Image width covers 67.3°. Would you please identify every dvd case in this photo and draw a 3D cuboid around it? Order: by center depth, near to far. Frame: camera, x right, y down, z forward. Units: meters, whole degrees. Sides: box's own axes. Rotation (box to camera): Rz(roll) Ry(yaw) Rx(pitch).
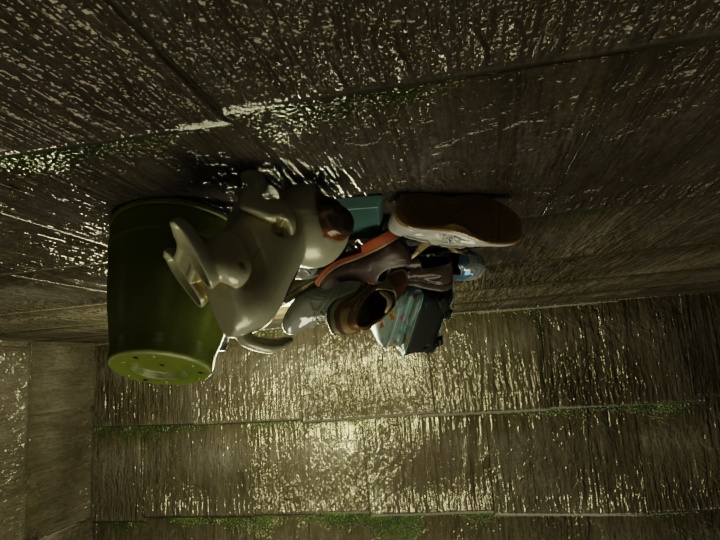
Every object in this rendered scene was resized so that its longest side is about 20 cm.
[{"bbox_3d":[0.140,-0.054,1.028,0.197,0.016,0.148,-7,169,21],"label":"dvd case"}]

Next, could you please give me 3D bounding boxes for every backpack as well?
[{"bbox_3d":[0.088,0.066,1.162,0.151,0.178,0.201,1,-151,-20],"label":"backpack"}]

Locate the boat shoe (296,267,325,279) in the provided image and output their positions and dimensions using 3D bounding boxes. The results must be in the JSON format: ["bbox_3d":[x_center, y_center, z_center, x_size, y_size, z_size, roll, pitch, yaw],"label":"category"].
[{"bbox_3d":[-0.092,-0.031,0.901,0.064,0.076,0.202,-2,164,16],"label":"boat shoe"}]

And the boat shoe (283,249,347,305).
[{"bbox_3d":[-0.112,0.005,1.051,0.199,0.067,0.072,-31,174,-9],"label":"boat shoe"}]

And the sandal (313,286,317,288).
[{"bbox_3d":[-0.038,0.026,1.162,0.075,0.049,0.199,-6,-165,43],"label":"sandal"}]

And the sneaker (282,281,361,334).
[{"bbox_3d":[-0.060,0.068,1.042,0.199,0.081,0.071,-33,148,-7],"label":"sneaker"}]

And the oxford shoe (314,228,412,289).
[{"bbox_3d":[0.000,0.000,0.900,0.199,0.073,0.071,-29,-176,41],"label":"oxford shoe"}]

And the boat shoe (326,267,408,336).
[{"bbox_3d":[0.029,0.054,0.932,0.073,0.077,0.199,-4,-157,43],"label":"boat shoe"}]

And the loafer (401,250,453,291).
[{"bbox_3d":[0.089,-0.013,1.048,0.197,0.072,0.073,6,-147,-10],"label":"loafer"}]

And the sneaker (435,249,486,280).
[{"bbox_3d":[0.182,-0.013,1.137,0.072,0.073,0.199,23,167,-22],"label":"sneaker"}]

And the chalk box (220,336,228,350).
[{"bbox_3d":[-0.324,0.077,0.994,0.122,0.126,0.200,9,171,6],"label":"chalk box"}]

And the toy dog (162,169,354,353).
[{"bbox_3d":[-0.099,-0.026,0.632,0.199,0.195,0.140,-36,171,-28],"label":"toy dog"}]

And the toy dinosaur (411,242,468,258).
[{"bbox_3d":[0.136,-0.064,0.909,0.100,0.059,0.200,12,161,-3],"label":"toy dinosaur"}]

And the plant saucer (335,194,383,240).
[{"bbox_3d":[0.001,-0.077,0.834,0.069,0.019,0.200,-5,169,2],"label":"plant saucer"}]

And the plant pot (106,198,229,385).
[{"bbox_3d":[-0.254,0.042,0.726,0.197,0.196,0.201,0,151,0],"label":"plant pot"}]

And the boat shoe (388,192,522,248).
[{"bbox_3d":[0.135,-0.067,0.779,0.197,0.072,0.069,8,160,-14],"label":"boat shoe"}]
